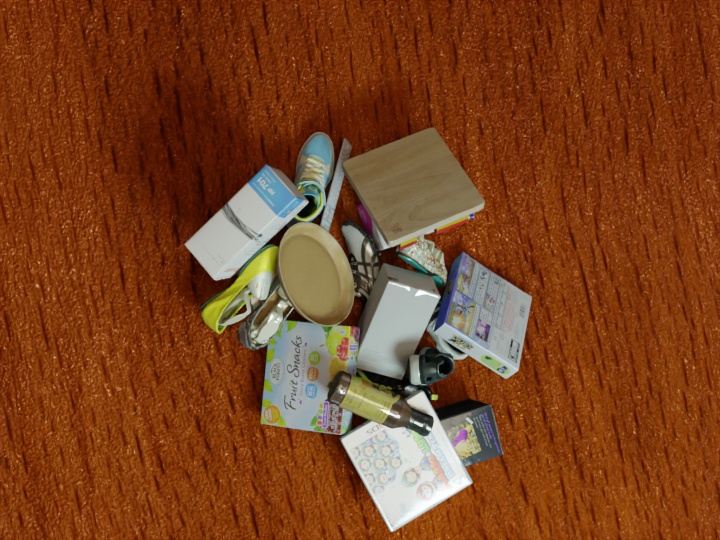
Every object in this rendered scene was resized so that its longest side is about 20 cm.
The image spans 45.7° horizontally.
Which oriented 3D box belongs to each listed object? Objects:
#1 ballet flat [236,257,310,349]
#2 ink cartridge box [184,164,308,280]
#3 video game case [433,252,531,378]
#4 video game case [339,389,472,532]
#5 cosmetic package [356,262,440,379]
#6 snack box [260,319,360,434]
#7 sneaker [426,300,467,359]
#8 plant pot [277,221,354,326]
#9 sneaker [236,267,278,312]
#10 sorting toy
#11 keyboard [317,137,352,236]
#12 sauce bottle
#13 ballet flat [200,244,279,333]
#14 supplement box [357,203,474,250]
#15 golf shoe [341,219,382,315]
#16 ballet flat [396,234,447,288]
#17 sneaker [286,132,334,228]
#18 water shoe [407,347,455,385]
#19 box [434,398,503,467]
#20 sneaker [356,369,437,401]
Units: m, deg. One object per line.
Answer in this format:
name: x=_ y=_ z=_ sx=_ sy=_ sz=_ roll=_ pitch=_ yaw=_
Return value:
ballet flat: x=-0.149 y=0.067 z=1.588 sx=0.072 sy=0.072 sz=0.201 roll=38 pitch=85 yaw=-10
ink cartridge box: x=-0.196 y=-0.084 z=1.507 sx=0.200 sy=0.146 sz=0.086 roll=-42 pitch=88 yaw=5
video game case: x=0.247 y=0.087 z=1.708 sx=0.180 sy=0.045 sz=0.201 roll=33 pitch=46 yaw=-12
video game case: x=0.086 y=0.355 z=1.600 sx=0.181 sy=0.024 sz=0.201 roll=-29 pitch=93 yaw=-6
cosmetic package: x=0.062 y=0.099 z=1.649 sx=0.112 sy=0.081 sz=0.201 roll=17 pitch=112 yaw=-16
snack box: x=-0.095 y=0.199 z=1.624 sx=0.167 sy=0.068 sz=0.202 roll=5 pitch=86 yaw=19
sneaker: x=0.154 y=0.096 z=1.715 sx=0.074 sy=0.088 sz=0.200 roll=-44 pitch=97 yaw=-10
plant pot: x=-0.087 y=0.009 z=1.590 sx=0.199 sy=0.027 sz=0.202 roll=28 pitch=52 yaw=-41
sneaker: x=-0.193 y=-0.023 z=1.638 sx=0.104 sy=0.075 sz=0.202 roll=-22 pitch=99 yaw=-12
sorting toy: x=0.095 y=-0.145 z=1.598 sx=0.198 sy=0.070 sz=0.200 roll=-23 pitch=62 yaw=-14
keyboard: x=-0.050 y=-0.158 z=1.687 sx=0.011 sy=0.056 sz=0.202 roll=14 pitch=85 yaw=9
sauce bottle: x=0.039 y=0.247 z=1.553 sx=0.199 sy=0.065 sz=0.065 roll=26 pitch=83 yaw=-14
ballet flat: x=-0.209 y=0.040 z=1.568 sx=0.200 sy=0.067 sz=0.067 roll=-42 pitch=64 yaw=12
supplement box: x=0.107 y=-0.116 z=1.700 sx=0.198 sy=0.101 sz=0.104 roll=-21 pitch=93 yaw=-14
golf shoe: x=0.000 y=0.000 z=1.684 sx=0.094 sy=0.078 sz=0.201 roll=-29 pitch=94 yaw=-12
ballet flat: x=0.132 y=-0.022 z=1.667 sx=0.075 sy=0.200 sz=0.064 roll=24 pitch=82 yaw=28
sneaker: x=-0.089 y=-0.176 z=1.638 sx=0.079 sy=0.131 sz=0.202 roll=15 pitch=85 yaw=-10
water shoe: x=0.147 y=0.190 z=1.654 sx=0.078 sy=0.200 sz=0.072 roll=-3 pitch=91 yaw=16
box: x=0.161 y=0.334 z=1.690 sx=0.198 sy=0.122 sz=0.107 roll=-14 pitch=91 yaw=-13
sneaker: x=0.055 y=0.234 z=1.687 sx=0.198 sy=0.083 sz=0.073 roll=4 pitch=87 yaw=-14
